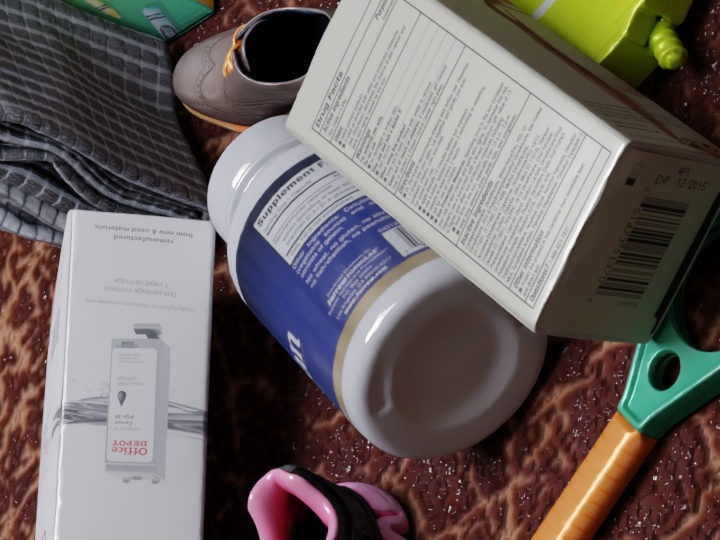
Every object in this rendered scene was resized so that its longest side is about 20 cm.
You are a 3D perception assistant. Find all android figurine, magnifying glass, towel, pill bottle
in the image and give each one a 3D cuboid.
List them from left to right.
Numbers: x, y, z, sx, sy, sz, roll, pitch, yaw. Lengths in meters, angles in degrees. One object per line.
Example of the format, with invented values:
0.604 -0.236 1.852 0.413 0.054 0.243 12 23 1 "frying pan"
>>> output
-0.180 -0.088 1.567 0.086 0.200 0.166 -52 40 22 "towel"
0.000 0.000 1.384 0.111 0.111 0.200 -60 39 13 "pill bottle"
0.107 -0.154 1.379 0.182 0.041 0.200 -48 43 25 "android figurine"
0.139 0.054 1.268 0.200 0.022 0.080 -59 40 15 "magnifying glass"

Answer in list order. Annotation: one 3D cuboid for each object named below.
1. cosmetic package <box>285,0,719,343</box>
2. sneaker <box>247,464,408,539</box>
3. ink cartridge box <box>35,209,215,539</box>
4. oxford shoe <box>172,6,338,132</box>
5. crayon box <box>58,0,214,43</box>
0.068 -0.059 1.291 0.200 0.087 0.104 42 114 39 "cosmetic package"
-0.013 0.180 1.328 0.079 0.095 0.201 -29 53 17 "sneaker"
-0.129 0.087 1.479 0.147 0.082 0.201 117 156 -67 "ink cartridge box"
-0.050 -0.121 1.525 0.200 0.073 0.072 -5 71 49 "oxford shoe"
-0.178 -0.224 1.619 0.058 0.200 0.119 -26 55 39 "crayon box"
